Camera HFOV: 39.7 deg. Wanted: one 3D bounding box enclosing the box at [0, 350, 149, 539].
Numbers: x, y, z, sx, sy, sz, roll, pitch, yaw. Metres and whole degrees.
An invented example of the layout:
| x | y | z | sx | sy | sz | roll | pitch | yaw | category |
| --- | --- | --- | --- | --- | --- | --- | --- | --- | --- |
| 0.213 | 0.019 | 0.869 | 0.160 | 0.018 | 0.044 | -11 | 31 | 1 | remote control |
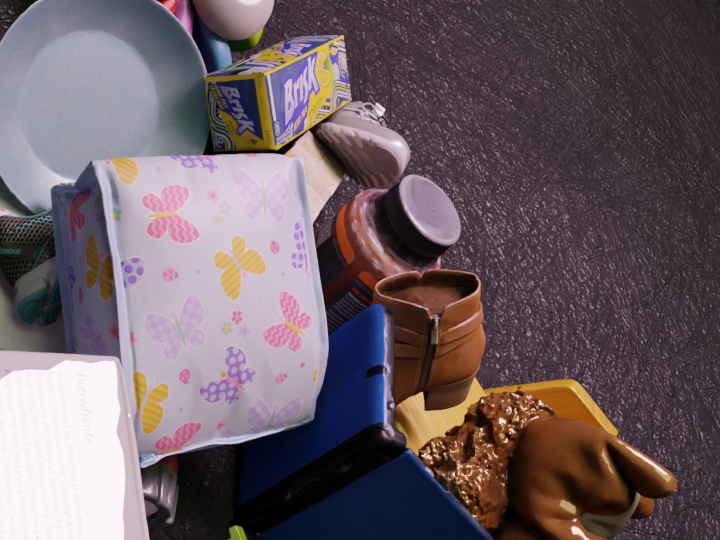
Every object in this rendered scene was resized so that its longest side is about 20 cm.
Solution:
| x | y | z | sx | sy | sz | roll | pitch | yaw | category |
| --- | --- | --- | --- | --- | --- | --- | --- | --- | --- |
| -0.216 | 0.175 | 0.549 | 0.129 | 0.198 | 0.203 | 8 | 56 | -40 | box |

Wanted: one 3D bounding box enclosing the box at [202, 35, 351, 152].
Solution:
| x | y | z | sx | sy | sz | roll | pitch | yaw | category |
| --- | --- | --- | --- | --- | --- | --- | --- | --- | --- |
| -0.072 | -0.170 | 0.939 | 0.200 | 0.063 | 0.071 | -48 | 135 | -60 | box |

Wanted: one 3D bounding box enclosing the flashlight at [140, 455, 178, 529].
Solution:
| x | y | z | sx | sy | sz | roll | pitch | yaw | category |
| --- | --- | --- | --- | --- | --- | --- | --- | --- | --- |
| -0.166 | 0.098 | 0.772 | 0.066 | 0.069 | 0.202 | -1 | 49 | -2 | flashlight |

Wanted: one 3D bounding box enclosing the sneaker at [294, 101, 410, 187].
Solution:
| x | y | z | sx | sy | sz | roll | pitch | yaw | category |
| --- | --- | --- | --- | --- | --- | --- | --- | --- | --- |
| -0.002 | -0.143 | 1.011 | 0.082 | 0.199 | 0.075 | -44 | 120 | -11 | sneaker |

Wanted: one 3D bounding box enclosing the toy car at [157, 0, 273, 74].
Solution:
| x | y | z | sx | sy | sz | roll | pitch | yaw | category |
| --- | --- | --- | --- | --- | --- | --- | --- | --- | --- |
| -0.189 | -0.236 | 0.940 | 0.198 | 0.174 | 0.152 | 22 | 76 | -32 | toy car |

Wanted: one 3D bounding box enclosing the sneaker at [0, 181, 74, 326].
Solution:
| x | y | z | sx | sy | sz | roll | pitch | yaw | category |
| --- | --- | --- | --- | --- | --- | --- | --- | --- | --- |
| -0.202 | -0.041 | 0.793 | 0.199 | 0.078 | 0.091 | -30 | 73 | -39 | sneaker |

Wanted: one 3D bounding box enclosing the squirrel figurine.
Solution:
| x | y | z | sx | sy | sz | roll | pitch | yaw | category |
| --- | --- | --- | --- | --- | --- | --- | --- | --- | --- |
| 0.125 | 0.205 | 0.791 | 0.199 | 0.142 | 0.188 | 33 | 78 | 11 | squirrel figurine |

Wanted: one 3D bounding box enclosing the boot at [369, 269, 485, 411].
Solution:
| x | y | z | sx | sy | sz | roll | pitch | yaw | category |
| --- | --- | --- | --- | --- | --- | --- | --- | --- | --- |
| 0.011 | 0.071 | 0.847 | 0.197 | 0.156 | 0.074 | -16 | 51 | -13 | boot |

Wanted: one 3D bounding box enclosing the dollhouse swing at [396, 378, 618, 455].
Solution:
| x | y | z | sx | sy | sz | roll | pitch | yaw | category |
| --- | --- | --- | --- | --- | --- | --- | --- | --- | --- |
| 0.120 | 0.135 | 0.955 | 0.199 | 0.180 | 0.178 | -34 | 107 | -51 | dollhouse swing |

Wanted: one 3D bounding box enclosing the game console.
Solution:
| x | y | z | sx | sy | sz | roll | pitch | yaw | category |
| --- | --- | --- | --- | --- | --- | --- | --- | --- | --- |
| 0.000 | 0.154 | 0.778 | 0.117 | 0.199 | 0.173 | 24 | 48 | -29 | game console |

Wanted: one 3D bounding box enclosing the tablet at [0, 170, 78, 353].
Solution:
| x | y | z | sx | sy | sz | roll | pitch | yaw | category |
| --- | --- | --- | --- | --- | --- | --- | --- | --- | --- |
| -0.259 | -0.017 | 0.803 | 0.129 | 0.014 | 0.203 | 23 | 48 | -33 | tablet |

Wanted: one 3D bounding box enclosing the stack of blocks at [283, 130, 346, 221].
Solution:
| x | y | z | sx | sy | sz | roll | pitch | yaw | category |
| --- | --- | --- | --- | --- | --- | --- | --- | --- | --- |
| -0.087 | -0.049 | 0.916 | 0.059 | 0.115 | 0.200 | 45 | 21 | -8 | stack of blocks |

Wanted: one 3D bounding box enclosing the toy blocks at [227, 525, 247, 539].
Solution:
| x | y | z | sx | sy | sz | roll | pitch | yaw | category |
| --- | --- | --- | --- | --- | --- | --- | --- | --- | --- |
| -0.104 | 0.289 | 0.640 | 0.100 | 0.135 | 0.202 | 78 | -13 | -74 | toy blocks |

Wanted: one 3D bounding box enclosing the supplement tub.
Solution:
| x | y | z | sx | sy | sz | roll | pitch | yaw | category |
| --- | --- | --- | --- | --- | --- | --- | --- | --- | --- |
| 0.000 | 0.000 | 0.897 | 0.106 | 0.200 | 0.108 | 26 | 43 | -28 | supplement tub |

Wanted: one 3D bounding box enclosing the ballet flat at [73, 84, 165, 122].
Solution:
| x | y | z | sx | sy | sz | roll | pitch | yaw | category |
| --- | --- | --- | --- | --- | --- | --- | --- | --- | --- |
| -0.229 | -0.144 | 0.887 | 0.198 | 0.073 | 0.074 | 17 | 50 | -36 | ballet flat |

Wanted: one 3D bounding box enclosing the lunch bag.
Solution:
| x | y | z | sx | sy | sz | roll | pitch | yaw | category |
| --- | --- | --- | --- | --- | --- | --- | --- | --- | --- |
| -0.122 | 0.026 | 0.715 | 0.167 | 0.126 | 0.204 | -8 | 85 | -35 | lunch bag |

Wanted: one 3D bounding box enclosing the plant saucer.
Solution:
| x | y | z | sx | sy | sz | roll | pitch | yaw | category |
| --- | --- | --- | --- | --- | --- | --- | --- | --- | --- |
| -0.219 | -0.134 | 0.829 | 0.199 | 0.038 | 0.205 | -13 | 112 | -35 | plant saucer |
